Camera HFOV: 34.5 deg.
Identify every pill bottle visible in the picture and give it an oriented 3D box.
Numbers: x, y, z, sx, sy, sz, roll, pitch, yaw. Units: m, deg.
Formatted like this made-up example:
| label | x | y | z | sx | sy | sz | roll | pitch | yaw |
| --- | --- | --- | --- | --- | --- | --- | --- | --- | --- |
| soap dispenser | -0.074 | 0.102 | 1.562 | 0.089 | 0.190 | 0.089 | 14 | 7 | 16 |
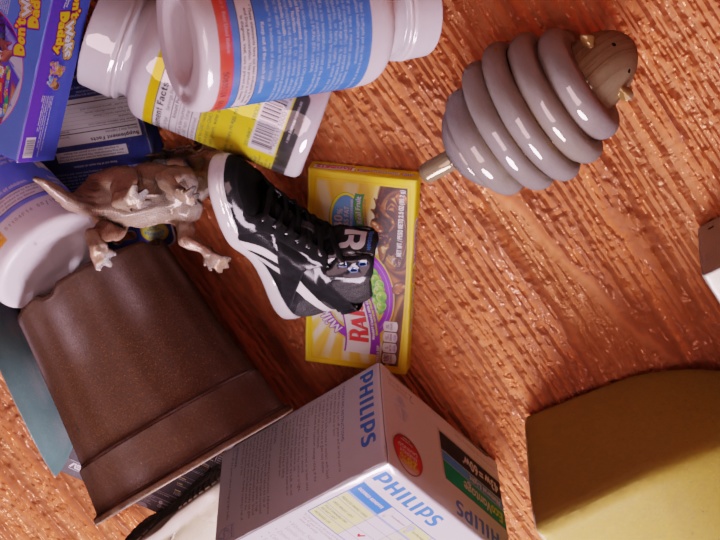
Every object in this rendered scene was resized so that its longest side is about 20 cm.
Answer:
| label | x | y | z | sx | sy | sz | roll | pitch | yaw |
| --- | --- | --- | --- | --- | --- | --- | --- | --- | --- |
| pill bottle | -0.125 | -0.164 | 0.966 | 0.200 | 0.114 | 0.114 | 21 | 118 | -5 |
| pill bottle | -0.337 | -0.070 | 1.042 | 0.200 | 0.112 | 0.112 | 43 | 119 | 20 |
| pill bottle | -0.043 | -0.187 | 0.871 | 0.200 | 0.112 | 0.112 | -12 | 117 | -23 |

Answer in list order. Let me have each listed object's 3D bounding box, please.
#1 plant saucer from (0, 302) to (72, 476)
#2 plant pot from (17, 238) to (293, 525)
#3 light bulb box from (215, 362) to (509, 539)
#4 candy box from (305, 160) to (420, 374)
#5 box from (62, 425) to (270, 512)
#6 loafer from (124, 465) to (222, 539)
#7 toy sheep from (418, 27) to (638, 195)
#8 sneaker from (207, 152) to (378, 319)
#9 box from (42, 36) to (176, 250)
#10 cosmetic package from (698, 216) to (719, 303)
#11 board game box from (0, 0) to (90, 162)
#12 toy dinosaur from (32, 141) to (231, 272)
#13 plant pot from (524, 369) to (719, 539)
| label | x | y | z | sx | sy | sz | roll | pitch | yaw |
| --- | --- | --- | --- | --- | --- | --- | --- | --- | --- |
| plant saucer | -0.320 | 0.101 | 1.122 | 0.036 | 0.200 | 0.200 | -24 | 111 | -14 |
| plant pot | -0.197 | 0.092 | 1.042 | 0.200 | 0.200 | 0.198 | -33 | 85 | 24 |
| light bulb box | 0.003 | 0.222 | 1.093 | 0.200 | 0.125 | 0.198 | -31 | 126 | 23 |
| candy box | 0.000 | 0.000 | 1.076 | 0.102 | 0.026 | 0.200 | 8 | 116 | 13 |
| box | -0.197 | 0.173 | 1.187 | 0.200 | 0.048 | 0.159 | 22 | 117 | 1 |
| loafer | -0.185 | 0.274 | 1.162 | 0.200 | 0.076 | 0.068 | -39 | 96 | 25 |
| toy sheep | 0.133 | -0.125 | 0.928 | 0.200 | 0.138 | 0.138 | -35 | 103 | 24 |
| sneaker | -0.045 | -0.036 | 0.994 | 0.112 | 0.073 | 0.200 | -8 | 142 | 17 |
| box | -0.244 | -0.114 | 1.071 | 0.121 | 0.032 | 0.200 | -6 | 112 | 15 |
| cosmetic package | 0.372 | 0.042 | 0.972 | 0.087 | 0.103 | 0.200 | -29 | 107 | 24 |
| board game box | -0.288 | -0.204 | 0.928 | 0.134 | 0.045 | 0.200 | 25 | 108 | 22 |
| toy dinosaur | -0.187 | -0.067 | 0.990 | 0.200 | 0.136 | 0.086 | -3 | 123 | -27 |
| plant pot | 0.283 | 0.200 | 1.022 | 0.200 | 0.196 | 0.194 | -32 | 105 | 17 |
